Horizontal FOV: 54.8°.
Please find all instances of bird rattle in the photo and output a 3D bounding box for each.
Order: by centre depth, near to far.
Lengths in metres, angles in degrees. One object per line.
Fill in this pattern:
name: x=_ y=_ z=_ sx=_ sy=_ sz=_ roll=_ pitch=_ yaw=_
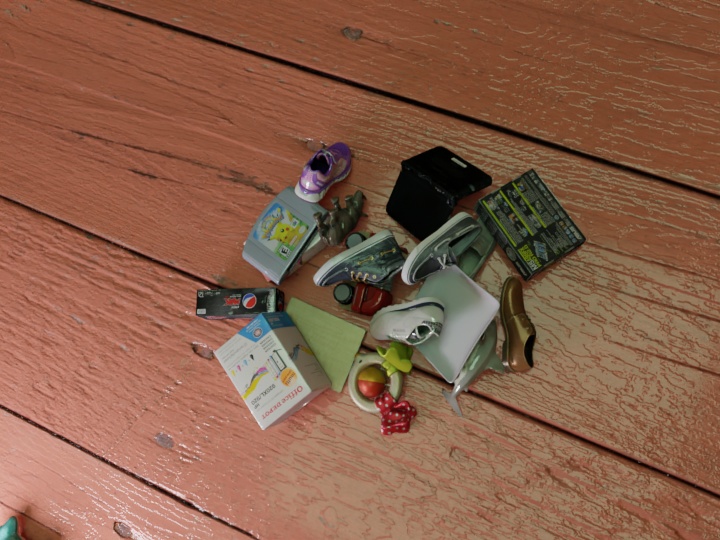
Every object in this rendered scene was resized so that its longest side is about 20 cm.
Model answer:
bird rattle: x=0.050 y=0.254 z=1.523 sx=0.160 sy=0.112 sz=0.205 roll=5 pitch=93 yaw=24

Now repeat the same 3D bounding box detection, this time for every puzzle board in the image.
puzzle board: x=-0.101 y=0.169 z=1.593 sx=0.197 sy=0.017 sz=0.153 roll=22 pitch=86 yaw=16

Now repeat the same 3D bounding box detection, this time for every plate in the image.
plate: x=0.189 y=0.100 z=1.471 sx=0.200 sy=0.032 sz=0.202 roll=44 pitch=111 yaw=42

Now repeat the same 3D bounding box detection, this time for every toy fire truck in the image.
toy fire truck: x=0.063 y=0.020 z=1.546 sx=0.196 sy=0.128 sz=0.180 roll=11 pitch=82 yaw=24

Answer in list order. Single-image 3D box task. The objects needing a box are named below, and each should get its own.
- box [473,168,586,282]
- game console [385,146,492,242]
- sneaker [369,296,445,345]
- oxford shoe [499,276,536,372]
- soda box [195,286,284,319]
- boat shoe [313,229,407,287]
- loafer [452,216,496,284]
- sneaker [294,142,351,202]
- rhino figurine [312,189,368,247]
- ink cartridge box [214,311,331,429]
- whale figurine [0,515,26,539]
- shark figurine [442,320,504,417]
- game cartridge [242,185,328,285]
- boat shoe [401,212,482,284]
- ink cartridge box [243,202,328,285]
box: x=0.366 y=-0.101 z=1.506 sx=0.158 sy=0.044 sz=0.202 roll=-30 pitch=75 yaw=-15
game console: x=0.172 y=-0.169 z=1.557 sx=0.174 sy=0.118 sz=0.200 roll=-25 pitch=42 yaw=-21
sneaker: x=0.092 y=0.121 z=1.477 sx=0.198 sy=0.076 sz=0.082 roll=-24 pitch=49 yaw=41
oxford shoe: x=0.341 y=0.112 z=1.472 sx=0.071 sy=0.070 sz=0.205 roll=-9 pitch=83 yaw=48
soda box: x=-0.280 y=0.078 z=1.619 sx=0.195 sy=0.071 sz=0.065 roll=-1 pitch=78 yaw=11
boat shoe: x=0.000 y=0.000 z=1.470 sx=0.198 sy=0.071 sz=0.092 roll=-31 pitch=72 yaw=2
loafer: x=0.256 y=-0.048 z=1.531 sx=0.069 sy=0.070 sz=0.203 roll=23 pitch=85 yaw=13
sneaker: x=-0.076 y=-0.244 z=1.592 sx=0.079 sy=0.089 sz=0.201 roll=26 pitch=48 yaw=12
rhino figurine: x=-0.035 y=-0.123 z=1.567 sx=0.059 sy=0.200 sz=0.089 roll=3 pitch=119 yaw=30
ink cartridge box: x=-0.188 y=0.216 z=1.521 sx=0.146 sy=0.144 sz=0.202 roll=-38 pitch=79 yaw=11
whale figurine: x=-0.801 y=0.675 z=1.596 sx=0.157 sy=0.104 sz=0.202 roll=-31 pitch=75 yaw=5
shark figurine: x=0.252 y=0.209 z=1.459 sx=0.088 sy=0.128 sz=0.217 roll=29 pitch=87 yaw=3
game cartridge: x=-0.177 y=-0.086 z=1.579 sx=0.132 sy=0.040 sz=0.202 roll=33 pitch=88 yaw=20
boat shoe: x=0.174 y=-0.036 z=1.455 sx=0.199 sy=0.072 sz=0.068 roll=-40 pitch=46 yaw=-8
ink cartridge box: x=-0.159 y=-0.074 z=1.626 sx=0.199 sy=0.067 sz=0.117 roll=-37 pitch=74 yaw=4
